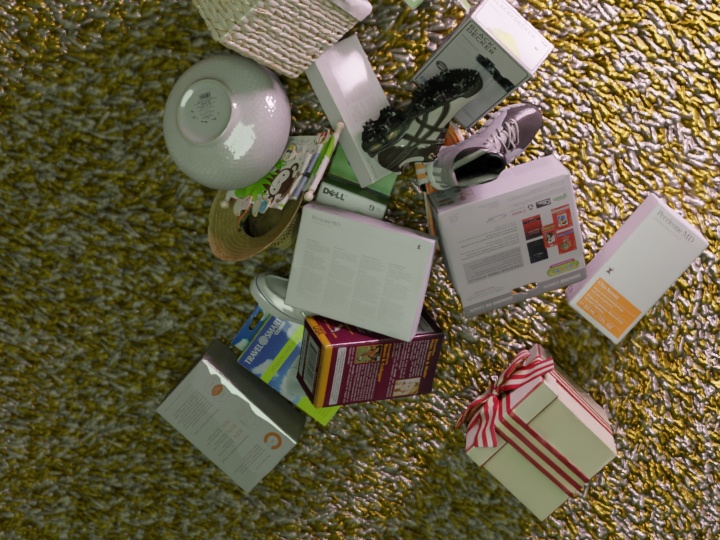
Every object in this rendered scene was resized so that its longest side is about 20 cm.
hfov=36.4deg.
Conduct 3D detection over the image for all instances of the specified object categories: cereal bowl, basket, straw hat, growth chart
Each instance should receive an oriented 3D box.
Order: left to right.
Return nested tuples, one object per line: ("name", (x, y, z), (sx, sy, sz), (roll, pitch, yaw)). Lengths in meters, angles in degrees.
("cereal bowl", (-0.205, -0.219, 1.581), (0.198, 0.083, 0.203), (-2, 85, 23))
("basket", (-0.123, -0.396, 1.477), (0.161, 0.199, 0.199), (-40, 67, 21))
("straw hat", (-0.132, -0.079, 1.631), (0.200, 0.202, 0.085), (-36, 133, 15))
("growth chart", (-0.116, -0.144, 1.587), (0.198, 0.146, 0.018), (1, 153, 42))

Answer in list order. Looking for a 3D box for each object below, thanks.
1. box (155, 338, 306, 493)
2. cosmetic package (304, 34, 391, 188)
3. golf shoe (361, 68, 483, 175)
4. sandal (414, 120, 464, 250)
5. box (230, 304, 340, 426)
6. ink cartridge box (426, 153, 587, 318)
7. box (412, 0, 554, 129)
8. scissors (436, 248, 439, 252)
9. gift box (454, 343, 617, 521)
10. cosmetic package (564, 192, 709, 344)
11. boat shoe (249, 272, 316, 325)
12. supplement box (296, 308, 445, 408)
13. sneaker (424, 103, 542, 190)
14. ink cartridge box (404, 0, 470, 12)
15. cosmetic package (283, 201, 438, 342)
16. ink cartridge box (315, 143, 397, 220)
("box", (-0.203, 0.230, 1.740), (0.200, 0.098, 0.124), (43, 106, -6))
("cosmetic package", (-0.003, -0.229, 1.585), (0.082, 0.051, 0.202), (-29, 96, -26))
("golf shoe", (0.097, -0.204, 1.515), (0.199, 0.078, 0.095), (-27, 121, 30))
("sandal", (0.124, -0.126, 1.617), (0.078, 0.059, 0.209), (-9, 100, 6))
("box", (-0.098, 0.137, 1.729), (0.199, 0.048, 0.122), (36, 106, -5))
("ink cartridge box", (0.215, -0.049, 1.594), (0.198, 0.084, 0.177), (-17, 115, -1))
("box", (0.163, -0.285, 1.505), (0.117, 0.200, 0.060), (42, 65, -7))
("scissors", (0.121, -0.053, 1.666), (0.200, 0.014, 0.073), (-41, 98, 16))
("gift box", (0.265, 0.233, 1.640), (0.187, 0.200, 0.185), (43, 101, -5))
("cosmetic package", (0.405, -0.002, 1.619), (0.101, 0.071, 0.201), (37, 106, -5))
("boat shoe", (-0.071, 0.049, 1.678), (0.198, 0.074, 0.065), (25, 135, -15))
("supplement box", (0.014, 0.127, 1.638), (0.198, 0.086, 0.112), (-4, 121, -25))
("sneaker", (0.196, -0.168, 1.543), (0.199, 0.115, 0.076), (-33, 109, -12))
("ink cartridge box", (0.065, -0.419, 1.523), (0.059, 0.104, 0.200), (-42, 98, 16))
("cosmetic package", (0.000, 0.000, 1.584), (0.198, 0.052, 0.153), (16, 108, 11))
("ink cartridge box", (-0.020, -0.078, 1.643), (0.103, 0.059, 0.202), (21, 107, 1))
